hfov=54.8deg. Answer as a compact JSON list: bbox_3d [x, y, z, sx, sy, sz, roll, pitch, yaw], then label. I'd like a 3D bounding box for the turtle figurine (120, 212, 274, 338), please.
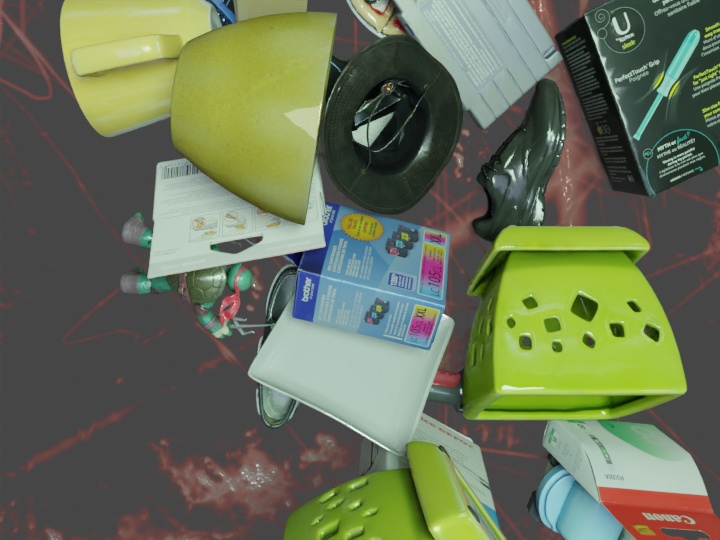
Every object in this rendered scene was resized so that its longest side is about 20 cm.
[{"bbox_3d":[-0.192,-0.001,0.837,0.194,0.101,0.154,11,86,12],"label":"turtle figurine"}]

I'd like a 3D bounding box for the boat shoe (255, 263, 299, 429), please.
[{"bbox_3d":[-0.091,0.096,0.868,0.073,0.060,0.207,4,100,1],"label":"boat shoe"}]

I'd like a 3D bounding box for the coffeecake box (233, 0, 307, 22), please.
[{"bbox_3d":[-0.102,-0.349,0.710,0.071,0.154,0.206,-7,78,-9],"label":"coffeecake box"}]

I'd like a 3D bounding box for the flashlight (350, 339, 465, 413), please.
[{"bbox_3d":[0.077,0.128,0.870,0.194,0.069,0.069,9,127,-3],"label":"flashlight"}]

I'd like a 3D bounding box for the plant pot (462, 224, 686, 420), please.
[{"bbox_3d":[0.216,0.062,0.774,0.193,0.200,0.187,-1,72,-2],"label":"plant pot"}]

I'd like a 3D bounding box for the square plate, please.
[{"bbox_3d":[-0.005,0.093,0.816,0.196,0.201,0.029,26,142,3],"label":"square plate"}]

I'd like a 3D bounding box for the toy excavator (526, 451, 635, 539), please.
[{"bbox_3d":[0.309,0.313,0.822,0.190,0.200,0.102,22,101,-2],"label":"toy excavator"}]

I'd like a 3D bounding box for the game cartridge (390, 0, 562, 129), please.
[{"bbox_3d":[0.128,-0.279,0.792,0.129,0.039,0.201,-37,112,11],"label":"game cartridge"}]

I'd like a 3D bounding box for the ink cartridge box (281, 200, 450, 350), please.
[{"bbox_3d":[0.000,0.000,0.803,0.194,0.138,0.078,12,130,0],"label":"ink cartridge box"}]

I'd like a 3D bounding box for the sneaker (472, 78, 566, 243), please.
[{"bbox_3d":[0.185,-0.124,0.818,0.088,0.076,0.206,13,99,3],"label":"sneaker"}]

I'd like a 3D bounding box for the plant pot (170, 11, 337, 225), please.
[{"bbox_3d":[-0.106,-0.159,0.680,0.138,0.200,0.206,10,100,-5],"label":"plant pot"}]

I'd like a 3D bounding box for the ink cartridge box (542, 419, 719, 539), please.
[{"bbox_3d":[0.324,0.234,0.791,0.156,0.200,0.052,10,101,-17],"label":"ink cartridge box"}]

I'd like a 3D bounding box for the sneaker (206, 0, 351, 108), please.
[{"bbox_3d":[-0.095,-0.271,0.809,0.200,0.070,0.078,43,78,-1],"label":"sneaker"}]

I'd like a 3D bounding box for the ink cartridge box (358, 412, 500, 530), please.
[{"bbox_3d":[0.074,0.252,0.820,0.143,0.200,0.086,29,102,-3],"label":"ink cartridge box"}]

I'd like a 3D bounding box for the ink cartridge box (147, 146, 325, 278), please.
[{"bbox_3d":[-0.137,-0.064,0.789,0.194,0.180,0.045,-9,142,1],"label":"ink cartridge box"}]

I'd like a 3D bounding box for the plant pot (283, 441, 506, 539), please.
[{"bbox_3d":[0.051,0.288,0.624,0.180,0.199,0.202,-36,97,2],"label":"plant pot"}]

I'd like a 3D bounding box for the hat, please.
[{"bbox_3d":[0.021,-0.168,0.795,0.196,0.080,0.206,-17,120,-31],"label":"hat"}]

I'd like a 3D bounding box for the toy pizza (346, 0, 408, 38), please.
[{"bbox_3d":[0.068,-0.365,0.799,0.193,0.032,0.207,0,100,2],"label":"toy pizza"}]

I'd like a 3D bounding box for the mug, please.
[{"bbox_3d":[-0.226,-0.224,0.759,0.148,0.190,0.152,-9,137,2],"label":"mug"}]

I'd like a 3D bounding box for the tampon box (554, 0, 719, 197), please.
[{"bbox_3d":[0.330,-0.208,0.770,0.146,0.126,0.205,-23,98,5],"label":"tampon box"}]
